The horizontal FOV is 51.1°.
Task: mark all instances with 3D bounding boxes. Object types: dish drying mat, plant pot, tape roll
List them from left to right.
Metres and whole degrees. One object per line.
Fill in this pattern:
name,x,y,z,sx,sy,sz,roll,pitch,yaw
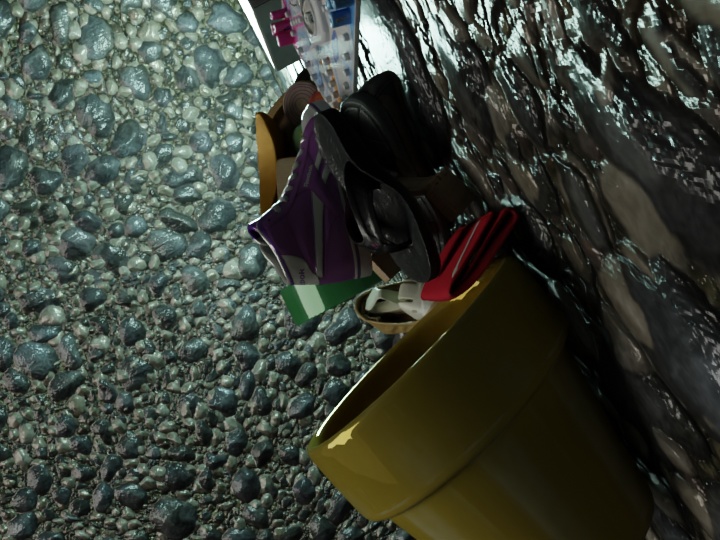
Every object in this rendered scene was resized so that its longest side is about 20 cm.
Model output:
tape roll,0.000,0.000,0.907,0.049,0.198,0.200,62,178,2
dish drying mat,0.079,-0.009,0.603,0.018,0.078,0.200,33,178,-1
plant pot,0.093,0.126,0.531,0.189,0.200,0.201,48,177,0

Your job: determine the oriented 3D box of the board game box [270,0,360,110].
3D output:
board game box,-0.055,-0.266,0.786,0.201,0.025,0.202,94,152,-59

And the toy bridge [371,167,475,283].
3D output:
toy bridge,0.036,-0.045,0.694,0.067,0.027,0.200,46,156,1

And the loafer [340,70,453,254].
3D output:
loafer,0.051,-0.091,0.710,0.071,0.063,0.202,12,141,45

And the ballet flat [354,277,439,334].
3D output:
ballet flat,0.054,0.038,0.830,0.062,0.070,0.199,22,159,-23

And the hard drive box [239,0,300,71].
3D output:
hard drive box,-0.141,-0.409,1.046,0.203,0.076,0.156,63,178,15

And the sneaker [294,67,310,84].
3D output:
sneaker,-0.017,-0.159,0.977,0.202,0.083,0.121,59,-179,3

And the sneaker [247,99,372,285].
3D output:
sneaker,-0.061,-0.080,0.746,0.073,0.112,0.204,91,168,-61

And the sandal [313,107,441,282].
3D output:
sandal,0.001,-0.057,0.638,0.201,0.047,0.076,54,158,35

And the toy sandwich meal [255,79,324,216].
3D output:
toy sandwich meal,-0.053,-0.122,0.889,0.208,0.203,0.070,63,-154,1

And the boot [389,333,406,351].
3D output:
boot,0.084,0.099,0.874,0.133,0.069,0.202,61,144,33
